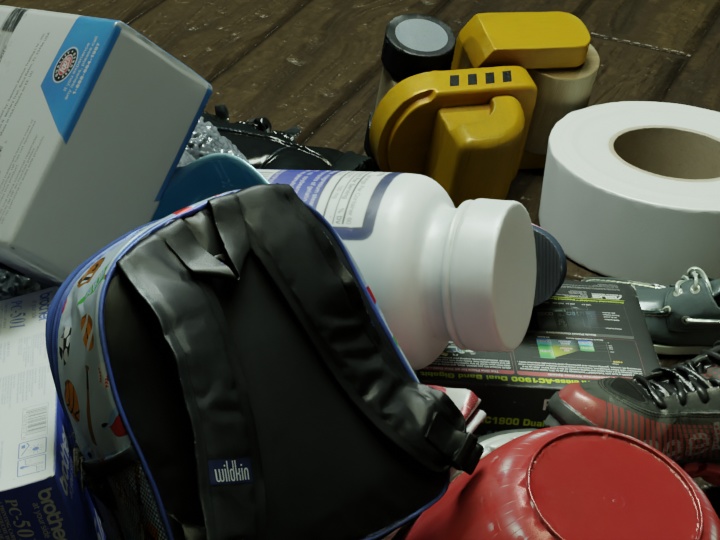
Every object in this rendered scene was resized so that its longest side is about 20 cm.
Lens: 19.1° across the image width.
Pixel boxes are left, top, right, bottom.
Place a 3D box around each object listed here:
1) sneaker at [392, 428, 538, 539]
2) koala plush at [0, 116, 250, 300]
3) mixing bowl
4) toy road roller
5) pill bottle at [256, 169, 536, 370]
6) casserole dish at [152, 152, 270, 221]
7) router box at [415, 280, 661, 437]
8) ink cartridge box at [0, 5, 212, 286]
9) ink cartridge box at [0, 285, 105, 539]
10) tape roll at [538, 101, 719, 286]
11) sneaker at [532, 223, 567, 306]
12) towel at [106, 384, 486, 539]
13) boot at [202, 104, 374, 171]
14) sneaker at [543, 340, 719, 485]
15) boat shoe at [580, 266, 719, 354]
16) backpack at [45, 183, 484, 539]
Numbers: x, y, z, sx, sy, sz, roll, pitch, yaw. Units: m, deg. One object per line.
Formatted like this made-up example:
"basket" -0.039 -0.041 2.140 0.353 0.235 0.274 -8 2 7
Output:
"sneaker" 0.032 0.127 1.258 0.199 0.078 0.091 -14 29 -35
"koala plush" -0.150 -0.015 1.384 0.182 0.179 0.200 16 18 -7
"mixing bowl" 0.117 0.155 1.126 0.198 0.109 0.201 11 39 -9
"toy road roller" 0.103 -0.113 1.688 0.198 0.124 0.147 -6 44 -20
"pill bottle" 0.000 0.000 1.306 0.198 0.121 0.120 3 25 22
"casserole dish" -0.066 0.024 1.237 0.200 0.121 0.039 50 5 26
"router box" 0.093 0.064 1.397 0.198 0.063 0.150 3 27 -4
"ink cartridge box" -0.199 -0.075 1.286 0.084 0.146 0.199 32 -10 -38
"ink cartridge box" -0.170 0.099 1.162 0.044 0.095 0.200 -14 29 1
"tape roll" 0.240 -0.060 1.655 0.200 0.071 0.203 5 27 -2
"sneaker" 0.038 -0.010 1.408 0.198 0.071 0.082 11 6 12
"towel" -0.042 0.111 1.227 0.199 0.023 0.144 0 34 36
"boot" -0.091 -0.065 1.600 0.161 0.074 0.198 16 22 14
"sneaker" 0.199 0.083 1.286 0.199 0.099 0.071 13 21 -32
"boat shoe" 0.244 0.023 1.504 0.198 0.062 0.073 11 28 10
"backpack" -0.066 0.060 1.090 0.199 0.192 0.154 -24 9 -36
